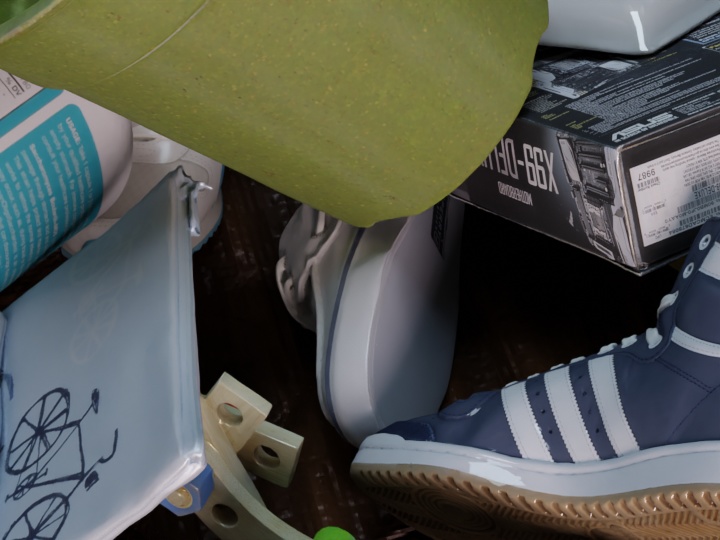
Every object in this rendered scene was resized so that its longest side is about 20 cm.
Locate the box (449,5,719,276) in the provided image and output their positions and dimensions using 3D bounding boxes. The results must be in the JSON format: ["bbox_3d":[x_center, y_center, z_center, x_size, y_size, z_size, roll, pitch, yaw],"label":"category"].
[{"bbox_3d":[0.144,-0.070,0.985,0.199,0.050,0.158,-22,20,-21],"label":"box"}]

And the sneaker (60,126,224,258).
[{"bbox_3d":[-0.088,-0.079,1.107,0.076,0.081,0.201,4,42,11],"label":"sneaker"}]

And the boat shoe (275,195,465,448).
[{"bbox_3d":[0.000,0.000,1.018,0.065,0.074,0.201,-12,34,19],"label":"boat shoe"}]

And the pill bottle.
[{"bbox_3d":[-0.164,-0.041,0.989,0.110,0.111,0.200,27,51,34],"label":"pill bottle"}]

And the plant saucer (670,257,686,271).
[{"bbox_3d":[0.230,-0.033,0.973,0.199,0.049,0.200,-17,19,-11],"label":"plant saucer"}]

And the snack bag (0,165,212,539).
[{"bbox_3d":[-0.131,0.065,0.901,0.200,0.021,0.189,-36,29,17],"label":"snack bag"}]

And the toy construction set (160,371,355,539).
[{"bbox_3d":[-0.056,0.130,0.855,0.130,0.092,0.201,9,53,19],"label":"toy construction set"}]

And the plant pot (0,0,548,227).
[{"bbox_3d":[-0.035,-0.114,0.933,0.200,0.190,0.201,-32,40,32],"label":"plant pot"}]

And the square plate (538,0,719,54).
[{"bbox_3d":[0.092,-0.146,1.080,0.197,0.029,0.200,11,32,38],"label":"square plate"}]

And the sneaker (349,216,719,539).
[{"bbox_3d":[0.091,0.043,0.890,0.199,0.070,0.109,-2,58,42],"label":"sneaker"}]
